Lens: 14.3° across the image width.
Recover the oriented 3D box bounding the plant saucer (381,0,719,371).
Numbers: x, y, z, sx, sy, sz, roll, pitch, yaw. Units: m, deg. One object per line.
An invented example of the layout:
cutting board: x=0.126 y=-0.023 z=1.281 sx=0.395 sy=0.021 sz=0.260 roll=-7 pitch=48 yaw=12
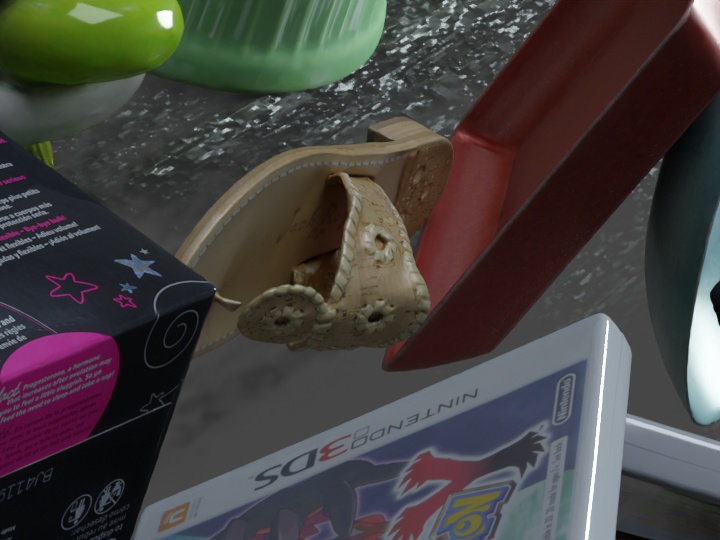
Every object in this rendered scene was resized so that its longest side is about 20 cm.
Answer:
plant saucer: x=0.091 y=-0.067 z=1.136 sx=0.037 sy=0.200 sz=0.200 roll=34 pitch=31 yaw=-10

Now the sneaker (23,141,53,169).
sneaker: x=-0.142 y=-0.012 z=1.021 sx=0.083 sy=0.074 sz=0.200 roll=1 pitch=28 yaw=-25

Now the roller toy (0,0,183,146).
roller toy: x=-0.165 y=-0.128 z=1.001 sx=0.200 sy=0.140 sz=0.182 roll=0 pitch=19 yaw=-9

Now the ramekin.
ramekin: x=-0.068 y=-0.176 z=1.269 sx=0.200 sy=0.098 sz=0.200 roll=17 pitch=34 yaw=-12

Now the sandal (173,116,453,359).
sandal: x=0.002 y=-0.005 z=1.093 sx=0.070 sy=0.078 sz=0.212 roll=28 pitch=27 yaw=18

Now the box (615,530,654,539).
box: x=0.129 y=0.153 z=0.924 sx=0.200 sy=0.075 sz=0.100 roll=15 pitch=34 yaw=-17

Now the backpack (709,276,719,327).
backpack: x=0.232 y=0.013 z=1.076 sx=0.190 sy=0.154 sz=0.200 roll=-33 pitch=59 yaw=-9

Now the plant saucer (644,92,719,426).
plant saucer: x=0.151 y=-0.039 z=1.137 sx=0.039 sy=0.201 sz=0.201 roll=18 pitch=30 yaw=19

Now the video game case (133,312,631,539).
video game case: x=-0.007 y=0.105 z=0.861 sx=0.023 sy=0.182 sz=0.200 roll=55 pitch=24 yaw=-24

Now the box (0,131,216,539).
box: x=-0.162 y=0.051 z=0.858 sx=0.115 sy=0.132 sz=0.200 roll=36 pitch=34 yaw=24

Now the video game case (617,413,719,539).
video game case: x=0.164 y=0.095 z=0.984 sx=0.200 sy=0.022 sz=0.182 roll=17 pitch=-9 yaw=2
